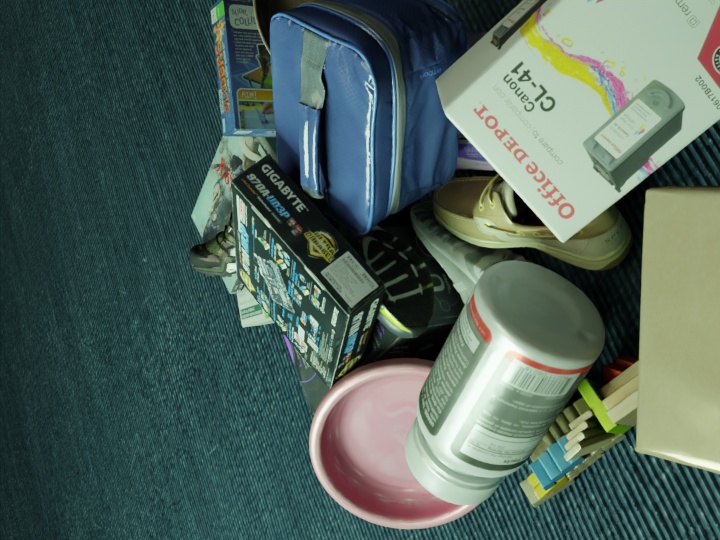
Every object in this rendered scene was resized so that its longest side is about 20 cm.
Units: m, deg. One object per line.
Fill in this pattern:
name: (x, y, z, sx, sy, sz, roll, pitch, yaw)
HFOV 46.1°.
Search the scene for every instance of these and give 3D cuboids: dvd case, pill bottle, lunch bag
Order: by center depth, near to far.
lunch bag: (-0.003, -0.133, 0.723, 0.135, 0.132, 0.202, 35, 141, 34)
pill bottle: (0.115, 0.102, 0.729, 0.114, 0.113, 0.202, 53, 136, 33)
dvd case: (-0.150, -0.092, 1.056, 0.147, 0.022, 0.201, 58, 133, 31)

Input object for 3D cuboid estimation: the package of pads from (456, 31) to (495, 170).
package of pads: (0.107, -0.154, 0.776, 0.199, 0.121, 0.076, 9, 60, 51)

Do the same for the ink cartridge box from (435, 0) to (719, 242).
ink cartridge box: (0.176, -0.143, 0.618, 0.200, 0.147, 0.086, -41, 18, 18)

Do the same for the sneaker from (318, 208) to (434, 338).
sneaker: (0.000, 0.000, 0.817, 0.200, 0.073, 0.082, 49, 144, 37)

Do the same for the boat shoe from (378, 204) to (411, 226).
boat shoe: (-0.010, -0.029, 0.976, 0.201, 0.071, 0.065, -53, 55, 41)

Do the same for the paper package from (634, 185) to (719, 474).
paper package: (0.294, 0.044, 0.581, 0.189, 0.102, 0.203, 9, 101, 50)

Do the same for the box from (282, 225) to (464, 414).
box: (0.015, 0.055, 0.925, 0.200, 0.105, 0.124, -46, 59, 42)

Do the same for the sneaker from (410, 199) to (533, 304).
sneaker: (0.106, 0.001, 0.833, 0.201, 0.074, 0.083, -126, 31, -44)

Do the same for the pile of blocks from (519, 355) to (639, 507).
pile of blocks: (0.185, 0.135, 0.742, 0.063, 0.081, 0.201, 59, 135, 29)

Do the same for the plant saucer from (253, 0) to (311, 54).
plant saucer: (-0.015, -0.271, 0.880, 0.034, 0.197, 0.204, 168, 96, -76)

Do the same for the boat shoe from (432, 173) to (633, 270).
boat shoe: (0.144, -0.060, 0.757, 0.198, 0.067, 0.075, 14, 62, 37)

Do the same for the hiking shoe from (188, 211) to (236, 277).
hiking shoe: (-0.117, -0.061, 0.962, 0.198, 0.076, 0.102, -18, 104, 20)

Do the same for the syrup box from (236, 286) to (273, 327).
syrup box: (-0.121, -0.035, 1.106, 0.078, 0.081, 0.203, -16, 82, 50)

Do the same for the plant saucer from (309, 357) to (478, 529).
plant saucer: (0.048, 0.171, 0.867, 0.051, 0.198, 0.203, -79, 7, -64)

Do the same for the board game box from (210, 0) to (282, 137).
board game box: (-0.059, -0.214, 0.915, 0.034, 0.198, 0.138, -8, 87, 57)

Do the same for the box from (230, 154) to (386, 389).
box: (-0.055, 0.010, 0.790, 0.159, 0.046, 0.201, 48, 159, 16)
